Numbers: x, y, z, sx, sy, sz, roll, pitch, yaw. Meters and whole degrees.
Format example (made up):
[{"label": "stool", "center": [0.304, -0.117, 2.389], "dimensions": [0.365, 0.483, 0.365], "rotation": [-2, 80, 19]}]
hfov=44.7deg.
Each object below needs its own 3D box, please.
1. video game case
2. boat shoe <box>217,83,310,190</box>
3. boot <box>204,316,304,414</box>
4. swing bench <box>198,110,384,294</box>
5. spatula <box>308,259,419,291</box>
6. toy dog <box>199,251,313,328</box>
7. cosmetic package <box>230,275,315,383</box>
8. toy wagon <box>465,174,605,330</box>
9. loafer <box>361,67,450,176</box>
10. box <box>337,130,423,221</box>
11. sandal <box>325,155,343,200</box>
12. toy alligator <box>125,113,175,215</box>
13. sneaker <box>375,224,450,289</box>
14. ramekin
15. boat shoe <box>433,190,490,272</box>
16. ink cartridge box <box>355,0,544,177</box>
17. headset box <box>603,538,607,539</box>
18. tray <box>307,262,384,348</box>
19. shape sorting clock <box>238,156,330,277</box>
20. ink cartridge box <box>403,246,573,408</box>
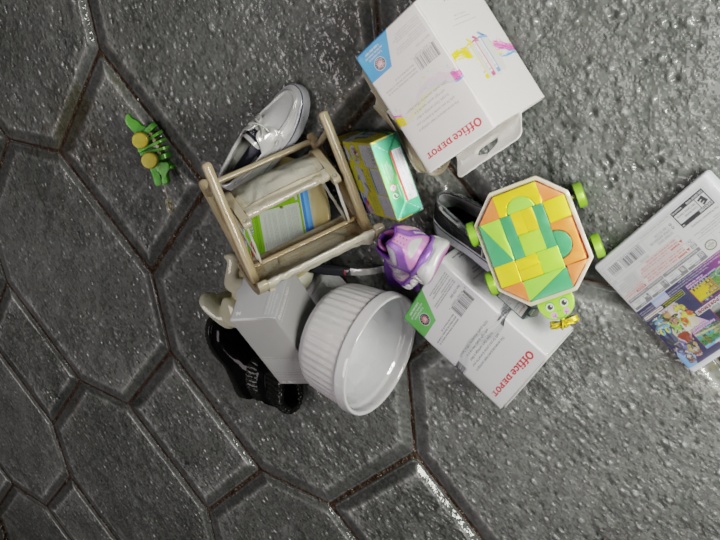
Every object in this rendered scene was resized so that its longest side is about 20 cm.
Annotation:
[{"label": "video game case", "center": [0.408, 0.006, 1.052], "dimensions": [0.182, 0.023, 0.200], "rotation": [49, 137, 8]}, {"label": "boat shoe", "center": [-0.150, -0.202, 1.351], "dimensions": [0.074, 0.065, 0.200], "rotation": [40, 108, 25]}, {"label": "boot", "center": [-0.198, 0.172, 1.669], "dimensions": [0.157, 0.079, 0.212], "rotation": [7, 130, 48]}, {"label": "swing bench", "center": [-0.102, -0.090, 1.270], "dimensions": [0.201, 0.198, 0.130], "rotation": [64, 166, 1]}, {"label": "spatula", "center": [0.000, 0.000, 1.402], "dimensions": [0.199, 0.021, 0.057], "rotation": [3, 119, 20]}, {"label": "toy dog", "center": [-0.160, 0.030, 1.505], "dimensions": [0.194, 0.139, 0.200], "rotation": [53, 134, 11]}, {"label": "cosmetic package", "center": [-0.121, 0.089, 1.400], "dimensions": [0.090, 0.107, 0.200], "rotation": [-2, 145, 20]}, {"label": "toy wagon", "center": [0.231, -0.018, 1.119], "dimensions": [0.155, 0.040, 0.201], "rotation": [-20, 93, 14]}, {"label": "loafer", "center": [0.062, -0.220, 1.196], "dimensions": [0.068, 0.076, 0.201], "rotation": [-20, 91, 49]}, {"label": "box", "center": [0.016, -0.140, 1.258], "dimensions": [0.200, 0.048, 0.118], "rotation": [23, 136, 66]}, {"label": "sandal", "center": [-0.088, -0.114, 1.422], "dimensions": [0.200, 0.048, 0.076], "rotation": [-33, 86, 35]}, {"label": "toy alligator", "center": [-0.370, -0.204, 1.620], "dimensions": [0.054, 0.059, 0.201], "rotation": [-22, 101, 6]}, {"label": "sneaker", "center": [0.063, -0.027, 1.249], "dimensions": [0.088, 0.081, 0.200], "rotation": [27, 173, -3]}, {"label": "ramekin", "center": [-0.008, 0.116, 1.370], "dimensions": [0.105, 0.200, 0.201], "rotation": [21, 128, 29]}, {"label": "boat shoe", "center": [0.182, -0.049, 1.188], "dimensions": [0.199, 0.074, 0.068], "rotation": [38, 150, 32]}, {"label": "ink cartridge box", "center": [0.118, -0.230, 1.093], "dimensions": [0.128, 0.125, 0.200], "rotation": [-30, 93, 48]}, {"label": "headset box", "center": [0.393, 0.522, 1.348], "dimensions": [0.200, 0.077, 0.149], "rotation": [39, 135, 19]}, {"label": "tray", "center": [-0.020, 0.089, 1.500], "dimensions": [0.200, 0.022, 0.107], "rotation": [47, 138, 10]}, {"label": "shape sorting clock", "center": [-0.130, -0.082, 1.401], "dimensions": [0.199, 0.039, 0.201], "rotation": [1, 91, 28]}, {"label": "ink cartridge box", "center": [0.180, 0.077, 1.259], "dimensions": [0.200, 0.084, 0.146], "rotation": [43, 137, 13]}]
